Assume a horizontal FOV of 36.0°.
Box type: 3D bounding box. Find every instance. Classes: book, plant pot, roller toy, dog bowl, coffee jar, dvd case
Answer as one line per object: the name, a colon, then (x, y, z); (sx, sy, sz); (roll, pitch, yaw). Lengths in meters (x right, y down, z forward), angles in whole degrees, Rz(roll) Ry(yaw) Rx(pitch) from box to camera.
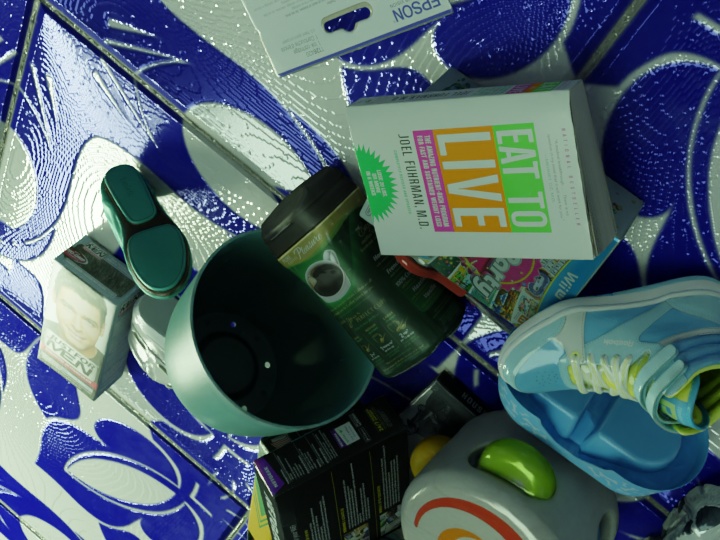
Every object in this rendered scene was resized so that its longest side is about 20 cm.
book: (0.091, -0.079, 0.879); (0.200, 0.048, 0.134); (1, 116, 37)
plant pot: (-0.108, 0.077, 1.127); (0.201, 0.201, 0.161); (49, 145, -6)
roller toy: (0.143, 0.234, 1.059); (0.200, 0.140, 0.183); (-23, 101, 46)
dog bowl: (0.210, 0.124, 0.987); (0.200, 0.112, 0.050); (34, 149, 10)
coffee jar: (0.000, 0.000, 1.058); (0.200, 0.085, 0.104); (48, 137, -6)
dvd case: (0.091, 0.208, 1.194); (0.150, 0.025, 0.200); (42, 137, 2)

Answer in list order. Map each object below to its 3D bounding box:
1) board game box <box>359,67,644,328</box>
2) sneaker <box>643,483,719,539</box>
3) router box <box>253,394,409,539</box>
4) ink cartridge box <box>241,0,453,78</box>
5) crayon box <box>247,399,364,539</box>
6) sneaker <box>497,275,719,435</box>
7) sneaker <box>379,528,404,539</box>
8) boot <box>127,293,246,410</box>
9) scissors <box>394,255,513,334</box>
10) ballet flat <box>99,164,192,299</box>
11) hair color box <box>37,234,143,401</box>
board game box: (0.116, -0.053, 0.950); (0.200, 0.064, 0.148); (35, 136, 7)
sneaker: (0.335, 0.286, 1.035); (0.129, 0.079, 0.199); (33, 136, 9)
router box: (-0.023, 0.230, 1.140); (0.051, 0.149, 0.200); (53, 160, 35)
ink cartridge box: (-0.035, -0.279, 0.904); (0.197, 0.047, 0.200); (-11, 116, 39)
crayon box: (-0.054, 0.240, 1.218); (0.051, 0.127, 0.200); (50, 146, 33)
sneaker: (0.209, 0.082, 0.885); (0.200, 0.131, 0.080); (-19, 127, 15)
sneaker: (-0.004, 0.344, 1.315); (0.078, 0.086, 0.200); (39, 144, 3)
boot: (-0.195, 0.116, 1.311); (0.200, 0.074, 0.096); (45, 143, 11)
scissors: (0.100, 0.016, 1.042); (0.200, 0.073, 0.014); (34, 114, -22)
ballet flat: (-0.223, -0.029, 1.174); (0.070, 0.067, 0.200); (88, 156, -49)
hair color box: (-0.334, 0.062, 1.369); (0.099, 0.061, 0.200); (35, 135, 10)
